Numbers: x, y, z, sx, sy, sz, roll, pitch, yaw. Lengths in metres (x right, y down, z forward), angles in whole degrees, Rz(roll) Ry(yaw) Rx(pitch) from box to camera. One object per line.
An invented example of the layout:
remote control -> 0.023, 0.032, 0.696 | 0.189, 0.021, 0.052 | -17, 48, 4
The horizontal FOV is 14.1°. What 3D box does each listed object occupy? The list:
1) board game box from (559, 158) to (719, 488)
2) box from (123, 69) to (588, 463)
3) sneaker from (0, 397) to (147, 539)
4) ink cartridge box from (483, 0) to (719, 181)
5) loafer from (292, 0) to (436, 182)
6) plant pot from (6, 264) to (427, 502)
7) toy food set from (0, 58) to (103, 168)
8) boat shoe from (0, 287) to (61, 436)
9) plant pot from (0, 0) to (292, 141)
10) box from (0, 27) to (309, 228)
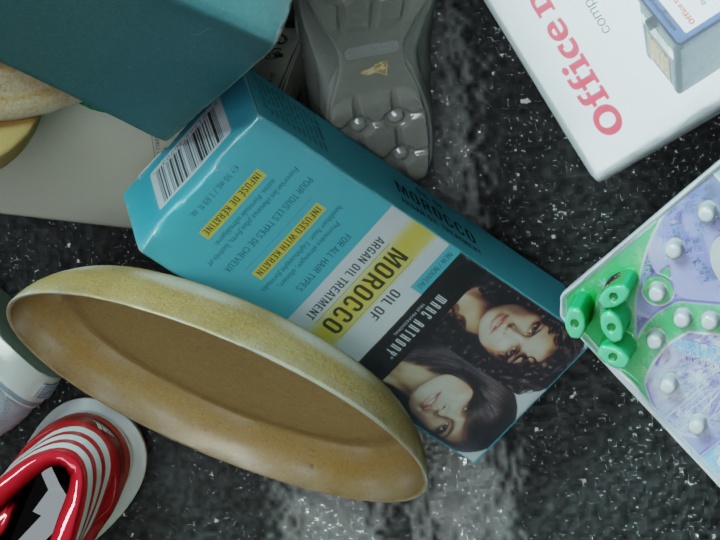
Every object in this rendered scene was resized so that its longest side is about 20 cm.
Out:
board game box -> 0.216, 0.029, 1.206 | 0.200, 0.026, 0.200 | -41, 95, 23
box -> 0.000, 0.000, 1.266 | 0.200, 0.049, 0.082 | 33, 109, -29
sneaker -> -0.180, 0.152, 1.351 | 0.078, 0.116, 0.200 | 29, 104, 8
ink cartridge box -> 0.152, -0.150, 1.243 | 0.200, 0.088, 0.145 | -31, 90, 18
loafer -> 0.000, -0.121, 1.247 | 0.070, 0.070, 0.200 | -8, 136, -10
plant pot -> -0.059, 0.047, 1.281 | 0.200, 0.200, 0.027 | 19, 72, 10
toy food set -> -0.173, -0.133, 1.274 | 0.200, 0.198, 0.049 | 48, 147, 24
boat shoe -> -0.232, 0.004, 1.366 | 0.201, 0.070, 0.072 | 44, 102, 2
plant pot -> -0.128, -0.167, 1.163 | 0.200, 0.141, 0.141 | 21, 69, -17
box -> -0.124, -0.070, 1.315 | 0.200, 0.068, 0.082 | 8, 136, 12
